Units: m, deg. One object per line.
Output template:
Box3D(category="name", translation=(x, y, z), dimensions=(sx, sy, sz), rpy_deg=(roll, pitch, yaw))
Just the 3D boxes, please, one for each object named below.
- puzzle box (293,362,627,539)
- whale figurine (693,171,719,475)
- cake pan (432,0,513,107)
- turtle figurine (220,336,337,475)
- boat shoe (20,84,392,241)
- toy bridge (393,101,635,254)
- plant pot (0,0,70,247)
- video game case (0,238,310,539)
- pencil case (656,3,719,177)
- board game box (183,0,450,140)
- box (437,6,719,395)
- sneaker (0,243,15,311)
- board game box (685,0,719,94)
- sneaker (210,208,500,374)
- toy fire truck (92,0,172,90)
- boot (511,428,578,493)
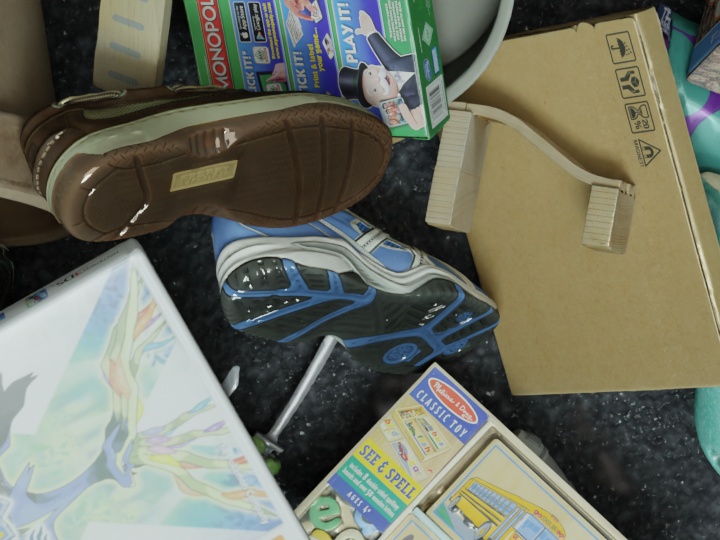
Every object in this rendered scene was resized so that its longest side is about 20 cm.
Box3D(category="puzzle box", translation=(0.068, 0.163, 1.391), dimensions=(0.200, 0.025, 0.133), rpy_deg=(42, 79, 10))
Box3D(category="whale figurine", translation=(0.217, 0.046, 1.395), dimensions=(0.104, 0.159, 0.200), rpy_deg=(-35, 120, -9))
Box3D(category="cake pan", translation=(-0.005, -0.175, 1.354), dimensions=(0.200, 0.037, 0.201), rpy_deg=(13, 121, 23))
Box3D(category="turtle figurine", translation=(-0.091, 0.131, 1.387), dimensions=(0.199, 0.144, 0.195), rpy_deg=(-9, 99, 0))
Box3D(category="boat shoe", translation=(-0.076, -0.067, 1.287), dimensions=(0.202, 0.075, 0.075), rpy_deg=(-5, 127, -41))
Box3D(category="toy bridge", translation=(0.052, -0.055, 1.379), dimensions=(0.199, 0.027, 0.067), rpy_deg=(9, 87, 30))
Box3D(category="plant pot", translation=(-0.234, -0.112, 1.326), dimensions=(0.199, 0.200, 0.175), rpy_deg=(4, 82, -6))
Box3D(category="video game case", translation=(-0.144, 0.109, 1.288), dimensions=(0.182, 0.022, 0.200), rpy_deg=(-30, 117, -3))
Box3D(category="pencil case", translation=(0.234, -0.077, 1.416), dimensions=(0.199, 0.085, 0.093), rpy_deg=(19, 57, -9))
Box3D(category="board game box", translation=(-0.033, -0.166, 1.332), dimensions=(0.134, 0.029, 0.201), rpy_deg=(4, 117, 28))
Box3D(category="box", translation=(0.116, -0.032, 1.386), dimensions=(0.021, 0.163, 0.201), rpy_deg=(-25, 103, -41))
Box3D(category="sneaker", translation=(-0.225, 0.075, 1.371), dimensions=(0.080, 0.086, 0.200), rpy_deg=(1, 124, -42))
Box3D(category="board game box", translation=(0.280, -0.174, 1.360), dimensions=(0.159, 0.097, 0.201), rpy_deg=(21, 69, -8))
Box3D(category="sneaker", translation=(0.000, 0.000, 1.384), dimensions=(0.076, 0.077, 0.200), rpy_deg=(-39, 143, 26))
Box3D(category="toy fire truck", translation=(-0.132, -0.197, 1.273), dimensions=(0.176, 0.129, 0.201), rpy_deg=(21, 93, 26))
Box3D(category="boot", translation=(0.045, 0.185, 1.442), dimensions=(0.200, 0.074, 0.096), rpy_deg=(-39, 93, 0))
